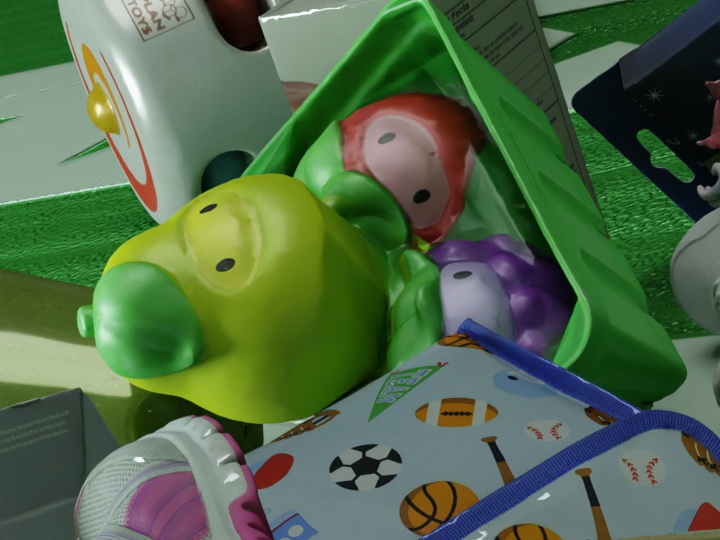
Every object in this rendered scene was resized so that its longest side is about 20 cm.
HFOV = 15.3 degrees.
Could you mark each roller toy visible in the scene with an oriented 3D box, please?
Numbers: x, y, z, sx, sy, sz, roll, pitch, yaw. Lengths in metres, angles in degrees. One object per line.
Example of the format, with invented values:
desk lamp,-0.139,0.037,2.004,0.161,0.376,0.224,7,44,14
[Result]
roller toy,-0.104,-0.125,1.647,0.139,0.201,0.182,-24,23,-12

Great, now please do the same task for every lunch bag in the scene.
lunch bag,0.040,0.117,0.875,0.170,0.124,0.200,-28,36,-26

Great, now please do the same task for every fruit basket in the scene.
fruit basket,0.000,0.000,1.052,0.156,0.215,0.216,-48,5,26

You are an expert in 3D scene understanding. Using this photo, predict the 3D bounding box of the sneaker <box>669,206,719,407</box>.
sneaker,0.172,0.020,1.096,0.099,0.078,0.200,-30,18,-19

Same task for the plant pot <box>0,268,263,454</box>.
plant pot,-0.148,0.076,1.137,0.189,0.201,0.200,2,24,21

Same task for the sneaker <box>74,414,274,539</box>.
sneaker,-0.057,0.102,0.736,0.088,0.082,0.200,-22,16,-12

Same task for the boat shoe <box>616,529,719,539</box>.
boat shoe,0.157,0.102,0.783,0.200,0.063,0.073,1,52,-4

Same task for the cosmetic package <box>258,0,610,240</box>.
cosmetic package,0.041,-0.047,1.226,0.087,0.201,0.103,-5,21,37

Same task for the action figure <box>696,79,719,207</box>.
action figure,0.235,-0.054,1.170,0.199,0.134,0.149,-4,35,-26

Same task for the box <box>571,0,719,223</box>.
box,0.210,-0.095,1.250,0.200,0.121,0.032,-37,30,25

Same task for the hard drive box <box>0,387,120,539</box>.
hard drive box,-0.183,0.135,0.933,0.200,0.077,0.156,-38,-12,27
